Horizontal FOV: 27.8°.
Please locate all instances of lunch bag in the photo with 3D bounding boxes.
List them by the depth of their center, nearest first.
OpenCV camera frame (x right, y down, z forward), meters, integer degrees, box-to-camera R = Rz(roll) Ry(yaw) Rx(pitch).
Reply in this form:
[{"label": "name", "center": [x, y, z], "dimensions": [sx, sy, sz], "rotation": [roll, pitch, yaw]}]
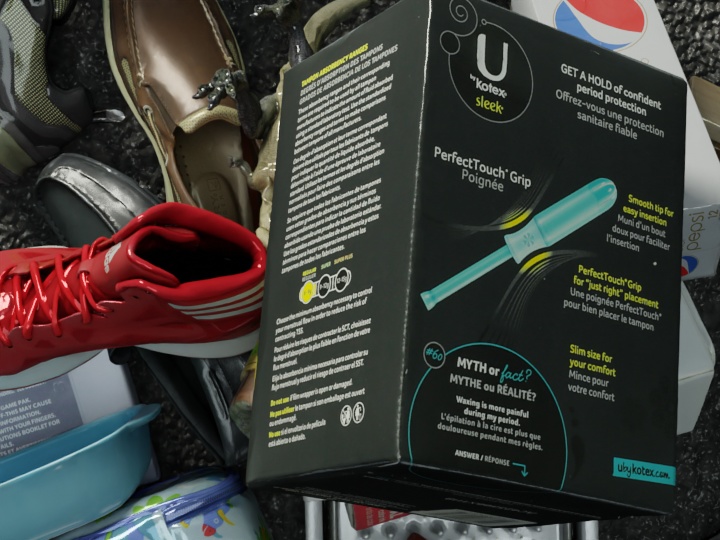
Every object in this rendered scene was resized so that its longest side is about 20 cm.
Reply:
[{"label": "lunch bag", "center": [-0.143, 0.174, 0.780], "dimensions": [0.199, 0.161, 0.083], "rotation": [-23, 85, -4]}]

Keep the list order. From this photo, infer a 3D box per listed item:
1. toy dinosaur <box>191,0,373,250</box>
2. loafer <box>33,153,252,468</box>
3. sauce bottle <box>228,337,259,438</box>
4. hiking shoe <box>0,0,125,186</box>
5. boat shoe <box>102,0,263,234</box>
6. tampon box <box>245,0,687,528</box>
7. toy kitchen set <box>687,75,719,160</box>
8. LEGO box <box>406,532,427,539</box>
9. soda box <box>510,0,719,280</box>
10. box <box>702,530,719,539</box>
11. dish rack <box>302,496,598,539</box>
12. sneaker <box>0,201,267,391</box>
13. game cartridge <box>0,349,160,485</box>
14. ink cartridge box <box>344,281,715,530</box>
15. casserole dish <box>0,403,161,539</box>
[{"label": "toy dinosaur", "center": [-0.040, -0.094, 0.777], "dimensions": [0.047, 0.088, 0.201], "rotation": [0, 60, 28]}, {"label": "loafer", "center": [-0.113, 0.019, 0.788], "dimensions": [0.201, 0.068, 0.070], "rotation": [47, 54, 8]}, {"label": "sauce bottle", "center": [0.000, 0.000, 0.734], "dimensions": [0.065, 0.065, 0.201], "rotation": [28, 62, -5]}, {"label": "hiking shoe", "center": [-0.211, -0.153, 0.808], "dimensions": [0.100, 0.076, 0.201], "rotation": [-29, 104, -11]}, {"label": "boat shoe", "center": [-0.085, -0.088, 0.805], "dimensions": [0.074, 0.075, 0.203], "rotation": [-21, 98, -20]}, {"label": "tampon box", "center": [0.048, 0.003, 0.648], "dimensions": [0.149, 0.126, 0.201], "rotation": [15, 71, -30]}, {"label": "toy kitchen set", "center": [0.217, 0.043, 0.805], "dimensions": [0.180, 0.200, 0.163], "rotation": [25, 132, -5]}, {"label": "LEGO box", "center": [0.010, 0.253, 0.757], "dimensions": [0.077, 0.149, 0.200], "rotation": [34, 91, -5]}, {"label": "soda box", "center": [0.134, -0.089, 0.779], "dimensions": [0.068, 0.064, 0.201], "rotation": [-9, 54, -3]}, {"label": "box", "center": [0.241, 0.259, 0.855], "dimensions": [0.100, 0.075, 0.201], "rotation": [-29, 96, -3]}, {"label": "dish rack", "center": [0.052, 0.172, 0.851], "dimensions": [0.171, 0.044, 0.201], "rotation": [-2, 93, -5]}, {"label": "sneaker", "center": [-0.138, 0.002, 0.701], "dimensions": [0.199, 0.116, 0.079], "rotation": [-9, 70, -8]}, {"label": "game cartridge", "center": [-0.227, 0.085, 0.830], "dimensions": [0.199, 0.041, 0.134], "rotation": [-16, 97, -3]}, {"label": "ink cartridge box", "center": [0.070, 0.038, 0.791], "dimensions": [0.199, 0.083, 0.146], "rotation": [-15, 59, -5]}, {"label": "casserole dish", "center": [-0.190, 0.123, 0.753], "dimensions": [0.199, 0.121, 0.039], "rotation": [-23, 94, 3]}]
